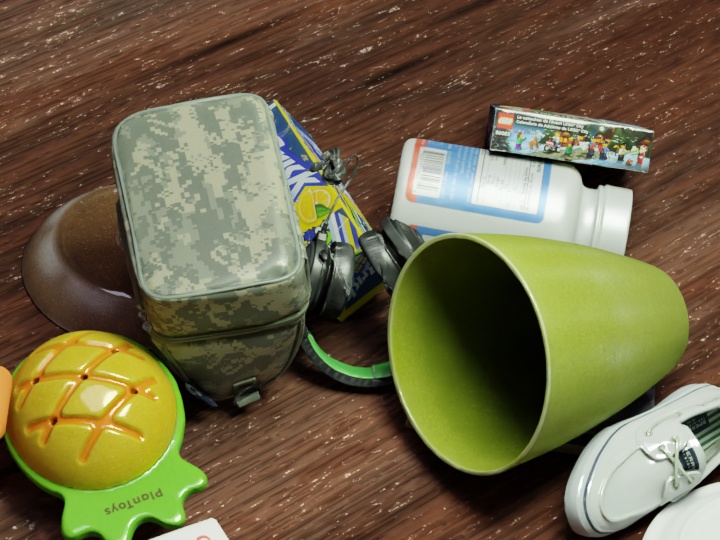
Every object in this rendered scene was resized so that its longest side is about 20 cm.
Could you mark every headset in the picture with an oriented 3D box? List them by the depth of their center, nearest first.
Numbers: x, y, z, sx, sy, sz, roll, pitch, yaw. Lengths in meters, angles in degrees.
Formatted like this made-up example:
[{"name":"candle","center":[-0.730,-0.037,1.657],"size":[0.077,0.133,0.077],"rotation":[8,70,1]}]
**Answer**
[{"name":"headset","center":[0.000,0.000,1.812],"size":[0.123,0.200,0.094],"rotation":[-14,15,-1]}]

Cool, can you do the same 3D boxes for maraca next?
[{"name":"maraca","center":[-0.195,0.126,1.716],"size":[0.137,0.107,0.200],"rotation":[-23,54,-11]}]

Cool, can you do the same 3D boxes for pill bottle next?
[{"name":"pill bottle","center":[0.127,-0.044,1.943],"size":[0.200,0.112,0.112],"rotation":[10,42,2]}]

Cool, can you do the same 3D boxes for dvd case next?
[{"name":"dvd case","center":[0.144,0.088,1.870],"size":[0.200,0.016,0.149],"rotation":[9,43,2]}]

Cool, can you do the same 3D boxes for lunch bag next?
[{"name":"lunch bag","center":[-0.116,-0.013,1.795],"size":[0.139,0.168,0.200],"rotation":[-13,58,-4]}]

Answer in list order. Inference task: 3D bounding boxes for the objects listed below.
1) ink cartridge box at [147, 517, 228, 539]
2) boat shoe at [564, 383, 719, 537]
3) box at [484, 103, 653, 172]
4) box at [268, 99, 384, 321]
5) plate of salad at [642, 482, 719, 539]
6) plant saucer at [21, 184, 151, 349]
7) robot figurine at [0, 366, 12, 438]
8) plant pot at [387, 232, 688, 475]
[{"name":"ink cartridge box","center":[-0.141,0.273,1.545],"size":[0.200,0.125,0.129],"rotation":[-16,47,-24]},{"name":"boat shoe","center":[0.238,0.141,1.768],"size":[0.067,0.074,0.200],"rotation":[-5,25,47]},{"name":"box","center":[0.181,-0.118,2.004],"size":[0.137,0.038,0.200],"rotation":[9,5,1]},{"name":"box","center":[-0.046,-0.053,1.946],"size":[0.070,0.064,0.200],"rotation":[-38,50,7]},{"name":"plate of salad","center":[0.311,0.230,1.715],"size":[0.200,0.048,0.200],"rotation":[-1,35,1]},{"name":"plant saucer","center":[-0.186,-0.015,1.924],"size":[0.200,0.037,0.200],"rotation":[3,43,-3]},{"name":"robot figurine","center":[-0.338,0.120,1.697],"size":[0.144,0.117,0.200],"rotation":[12,41,-6]},{"name":"plant pot","center":[0.156,0.052,1.789],"size":[0.200,0.187,0.187],"rotation":[-9,43,-38]}]
